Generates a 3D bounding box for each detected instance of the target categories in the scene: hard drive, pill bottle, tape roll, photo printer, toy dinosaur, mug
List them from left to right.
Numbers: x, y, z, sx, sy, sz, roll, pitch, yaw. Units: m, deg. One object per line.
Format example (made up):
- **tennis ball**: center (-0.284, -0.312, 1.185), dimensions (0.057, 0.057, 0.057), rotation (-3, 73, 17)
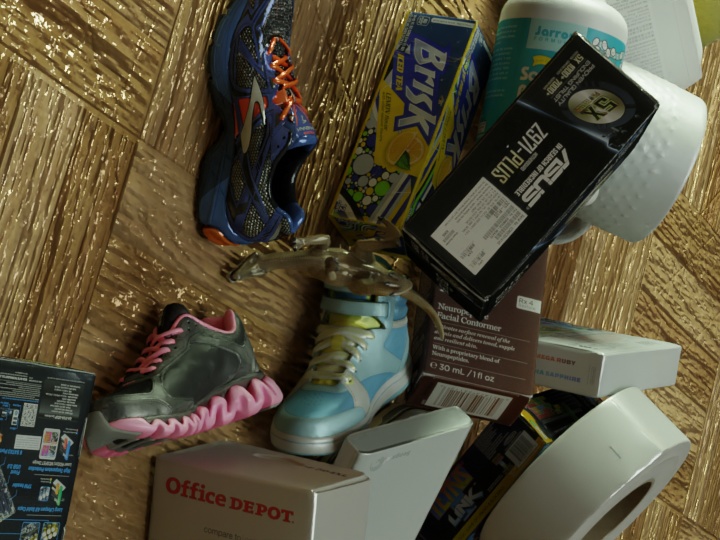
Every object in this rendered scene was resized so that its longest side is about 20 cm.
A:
- **toy dinosaur**: center (0.000, 0.000, 1.537), dimensions (0.199, 0.101, 0.058), rotation (14, 72, -25)
- **hard drive**: center (0.005, 0.204, 1.628), dimensions (0.132, 0.026, 0.200), rotation (-11, 135, -44)
- **pill bottle**: center (0.162, -0.161, 1.695), dimensions (0.111, 0.110, 0.201), rotation (19, 81, -61)
- **mug**: center (0.192, -0.109, 1.851), dimensions (0.200, 0.175, 0.148), rotation (-59, -169, 32)
- **tape roll**: center (0.201, 0.198, 1.794), dimensions (0.202, 0.071, 0.203), rotation (-38, 160, -16)
- **photo printer**: center (0.234, -0.229, 1.895), dimensions (0.070, 0.166, 0.200), rotation (-101, 171, -46)

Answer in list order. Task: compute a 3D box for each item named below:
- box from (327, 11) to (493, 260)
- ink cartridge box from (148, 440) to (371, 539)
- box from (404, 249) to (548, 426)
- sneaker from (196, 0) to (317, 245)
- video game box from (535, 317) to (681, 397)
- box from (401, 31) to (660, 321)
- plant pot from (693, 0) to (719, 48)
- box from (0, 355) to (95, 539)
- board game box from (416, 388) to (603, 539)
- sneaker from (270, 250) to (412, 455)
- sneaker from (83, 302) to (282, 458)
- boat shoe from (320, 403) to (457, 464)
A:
- **box**: center (0.045, -0.113, 1.675), dimensions (0.201, 0.070, 0.064), rotation (-70, 154, -19)
- **ink cartridge box**: center (-0.081, 0.237, 1.471), dimensions (0.084, 0.146, 0.201), rotation (-5, 102, -59)
- **box**: center (0.103, 0.023, 1.730), dimensions (0.075, 0.100, 0.201), rotation (116, -17, -61)
- **sneaker**: center (-0.064, -0.114, 1.468), dimensions (0.075, 0.078, 0.201), rotation (-13, 109, -60)
- **video game box**: center (0.176, 0.076, 1.856), dimensions (0.200, 0.182, 0.047), rotation (0, 102, -61)
- **box**: center (0.128, -0.067, 1.550), dimensions (0.200, 0.086, 0.164), rotation (-48, 174, -4)
- **plant pot**: center (0.310, -0.324, 2.004), dimensions (0.142, 0.200, 0.200), rotation (49, 51, -23)
- **box**: center (-0.249, 0.128, 1.235), dimensions (0.200, 0.046, 0.160), rotation (15, 85, -62)
- **board game box**: center (0.127, 0.196, 1.833), dimensions (0.200, 0.057, 0.165), rotation (-53, 161, 22)
- **sneaker**: center (-0.018, 0.059, 1.607), dimensions (0.200, 0.079, 0.131), rotation (-45, 138, -61)
- **sneaker**: center (-0.136, 0.073, 1.420), dimensions (0.200, 0.079, 0.096), rotation (-13, 88, -60)
- **boat shoe**: center (0.017, 0.177, 1.713), dimensions (0.200, 0.068, 0.075), rotation (-45, 136, -47)
